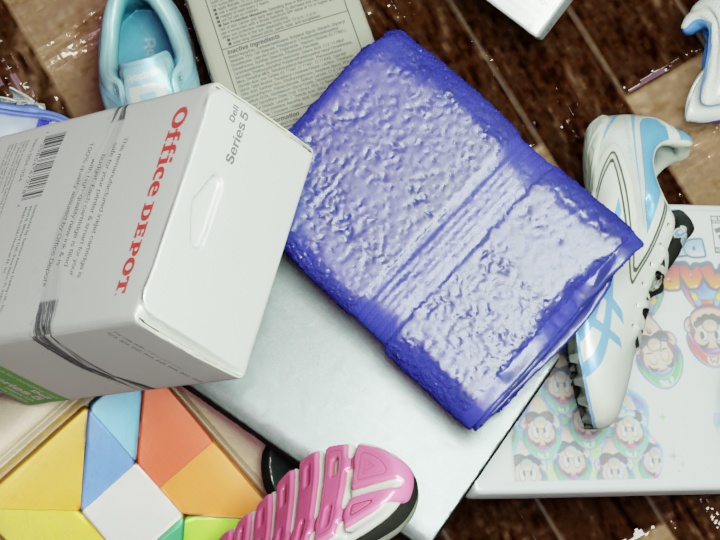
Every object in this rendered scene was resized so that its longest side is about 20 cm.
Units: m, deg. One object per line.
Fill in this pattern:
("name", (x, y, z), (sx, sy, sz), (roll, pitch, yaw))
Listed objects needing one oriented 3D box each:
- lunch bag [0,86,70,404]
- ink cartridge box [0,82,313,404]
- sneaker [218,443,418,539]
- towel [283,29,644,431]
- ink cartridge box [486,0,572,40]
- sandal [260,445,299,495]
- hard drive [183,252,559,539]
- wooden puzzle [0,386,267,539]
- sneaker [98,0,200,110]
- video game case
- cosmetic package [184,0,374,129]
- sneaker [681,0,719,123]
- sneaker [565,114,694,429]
("lunch bag", (-0.242, -0.015, 1.410), (0.160, 0.076, 0.200), (11, 82, -3))
("ink cartridge box", (-0.136, -0.011, 1.282), (0.084, 0.200, 0.146), (33, 63, -36))
("sneaker", (-0.021, 0.168, 1.299), (0.087, 0.200, 0.074), (32, 40, -22))
("towel", (0.043, -0.025, 1.314), (0.200, 0.050, 0.148), (43, 85, 8))
("ink cartridge box", (0.127, -0.258, 1.437), (0.116, 0.067, 0.200), (37, 98, 4))
("sandal", (0.037, 0.100, 1.385), (0.200, 0.048, 0.075), (-21, 88, -27))
("hard drive", (-0.005, 0.051, 1.340), (0.200, 0.033, 0.140), (34, 76, 7))
("wooden puzzle", (-0.140, 0.142, 1.361), (0.185, 0.037, 0.200), (-42, 94, -6))
("sneaker", (-0.127, -0.089, 1.396), (0.074, 0.082, 0.200), (-19, 64, 4))
("video game case", (0.151, 0.047, 1.401), (0.200, 0.024, 0.182), (1, 74, -19))
("cosmetic package", (-0.051, -0.153, 1.413), (0.103, 0.073, 0.200), (-17, 67, -3))
("sneaker", (0.281, -0.098, 1.442), (0.146, 0.081, 0.200), (-21, 86, 3))
("sneaker", (0.159, -0.002, 1.363), (0.072, 0.072, 0.200), (5, 69, 11))
